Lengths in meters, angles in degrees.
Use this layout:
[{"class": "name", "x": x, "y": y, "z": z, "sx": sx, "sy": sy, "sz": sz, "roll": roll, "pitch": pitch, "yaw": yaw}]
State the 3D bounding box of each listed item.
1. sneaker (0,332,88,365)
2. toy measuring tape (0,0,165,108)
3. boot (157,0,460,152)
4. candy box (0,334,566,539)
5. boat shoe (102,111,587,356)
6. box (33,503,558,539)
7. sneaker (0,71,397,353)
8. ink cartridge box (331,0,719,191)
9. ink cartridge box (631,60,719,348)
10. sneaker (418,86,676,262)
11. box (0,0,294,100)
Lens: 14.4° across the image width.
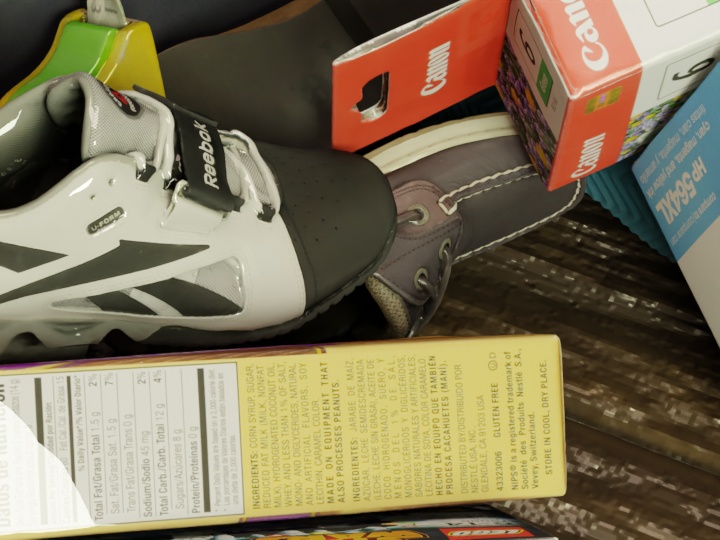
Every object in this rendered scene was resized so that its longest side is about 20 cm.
[{"class": "sneaker", "x": -0.177, "y": 0.060, "z": 0.975, "sx": 0.200, "sy": 0.072, "sz": 0.072, "roll": -37, "pitch": 16, "yaw": -23}, {"class": "toy measuring tape", "x": -0.109, "y": -0.070, "z": 1.011, "sx": 0.073, "sy": 0.201, "sz": 0.074, "roll": -9, "pitch": 25, "yaw": 4}, {"class": "boot", "x": -0.020, "y": -0.072, "z": 1.072, "sx": 0.199, "sy": 0.074, "sz": 0.075, "roll": -28, "pitch": 7, "yaw": 19}, {"class": "candy box", "x": -0.046, "y": 0.053, "z": 0.926, "sx": 0.199, "sy": 0.117, "sz": 0.057, "roll": -2, "pitch": 89, "yaw": -19}, {"class": "boat shoe", "x": 0.000, "y": 0.000, "z": 1.038, "sx": 0.199, "sy": 0.072, "sz": 0.065, "roll": -18, "pitch": 60, "yaw": -22}, {"class": "box", "x": -0.046, "y": 0.101, "z": 0.894, "sx": 0.198, "sy": 0.137, "sz": 0.040, "roll": -3, "pitch": 91, "yaw": -7}, {"class": "sneaker", "x": -0.071, "y": -0.025, "z": 0.944, "sx": 0.199, "sy": 0.089, "sz": 0.074, "roll": -10, "pitch": 45, "yaw": -27}, {"class": "ink cartridge box", "x": 0.089, "y": -0.074, "z": 0.979, "sx": 0.199, "sy": 0.109, "sz": 0.051, "roll": -24, "pitch": 77, "yaw": -6}, {"class": "ink cartridge box", "x": 0.204, "y": 0.011, "z": 0.963, "sx": 0.128, "sy": 0.125, "sz": 0.201, "roll": -19, "pitch": 77, "yaw": -21}, {"class": "sneaker", "x": 0.114, "y": -0.064, "z": 1.101, "sx": 0.199, "sy": 0.077, "sz": 0.081, "roll": 30, "pitch": 49, "yaw": 21}, {"class": "box", "x": -0.097, "y": -0.152, "z": 1.151, "sx": 0.181, "sy": 0.105, "sz": 0.200, "roll": -15, "pitch": 48, "yaw": -19}]
